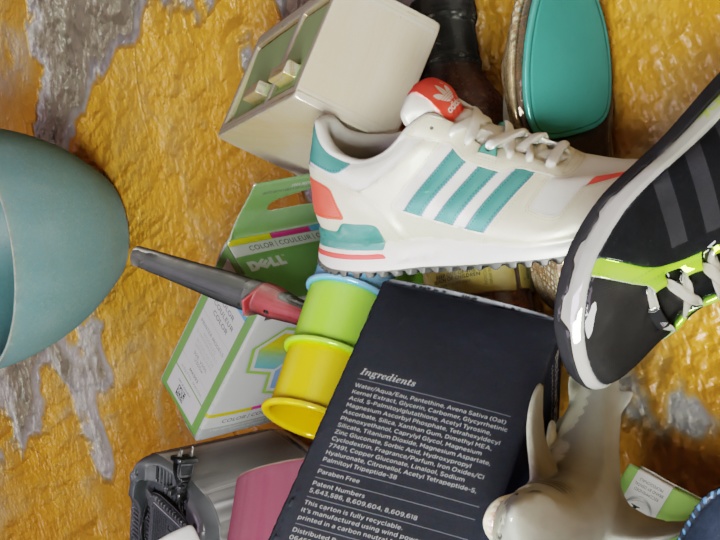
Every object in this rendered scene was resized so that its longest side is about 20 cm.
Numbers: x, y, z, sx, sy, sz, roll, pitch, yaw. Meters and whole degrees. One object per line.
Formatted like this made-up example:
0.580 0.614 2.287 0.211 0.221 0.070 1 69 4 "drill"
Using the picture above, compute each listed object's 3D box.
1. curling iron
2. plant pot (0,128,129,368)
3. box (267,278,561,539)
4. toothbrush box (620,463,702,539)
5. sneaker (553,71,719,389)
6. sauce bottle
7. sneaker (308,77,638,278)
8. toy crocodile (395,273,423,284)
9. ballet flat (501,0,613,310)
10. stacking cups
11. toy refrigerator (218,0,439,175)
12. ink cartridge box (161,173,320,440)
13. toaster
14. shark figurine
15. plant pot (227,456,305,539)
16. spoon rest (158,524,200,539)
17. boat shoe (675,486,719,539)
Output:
-0.062 0.028 0.962 0.199 0.026 0.050 25 103 19 "curling iron"
-0.273 -0.027 1.300 0.199 0.134 0.202 18 113 49 "plant pot"
0.032 0.131 0.822 0.104 0.201 0.149 13 143 16 "box"
0.155 0.221 0.768 0.145 0.086 0.201 25 82 46 "toothbrush box"
0.167 -0.024 0.707 0.083 0.072 0.200 32 83 42 "sneaker"
0.060 -0.062 0.903 0.066 0.066 0.202 -25 65 52 "sauce bottle"
0.060 -0.053 0.796 0.198 0.070 0.094 -5 104 26 "sneaker"
0.042 0.007 0.964 0.067 0.062 0.201 -34 65 7 "toy crocodile"
0.105 -0.068 0.855 0.065 0.070 0.202 -3 94 63 "ballet flat"
0.000 0.000 0.917 0.060 0.060 0.201 -17 48 53 "stacking cups"
-0.027 -0.113 0.938 0.076 0.070 0.200 -67 16 -8 "toy refrigerator"
-0.052 0.024 1.049 0.059 0.103 0.201 55 137 27 "ink cartridge box"
-0.093 0.198 1.127 0.113 0.129 0.201 30 122 44 "toaster"
0.126 0.094 0.774 0.089 0.215 0.129 12 132 19 "shark figurine"
-0.011 0.216 0.992 0.200 0.199 0.180 -27 62 52 "plant pot"
-0.156 0.234 1.049 0.100 0.060 0.200 64 147 24 "spoon rest"
0.146 0.187 0.685 0.084 0.069 0.201 0 64 40 "boat shoe"
